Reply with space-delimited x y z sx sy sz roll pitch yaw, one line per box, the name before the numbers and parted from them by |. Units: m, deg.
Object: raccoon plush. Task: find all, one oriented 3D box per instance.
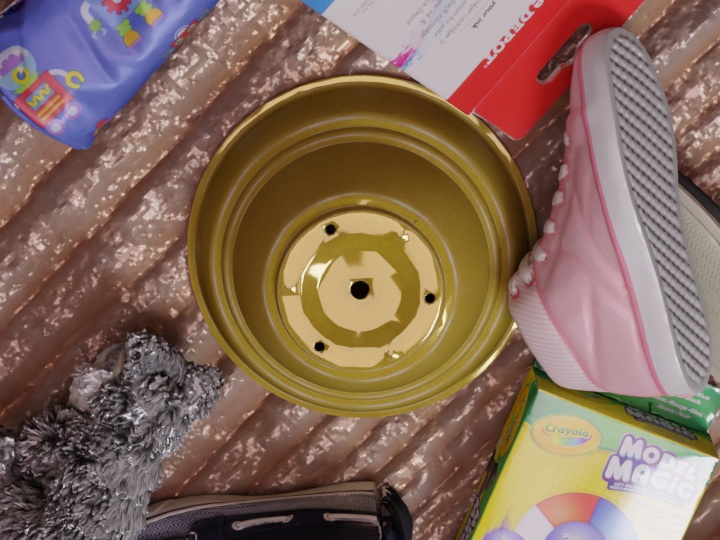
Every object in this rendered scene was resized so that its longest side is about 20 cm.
raccoon plush | -0.125 0.131 1.246 0.134 0.097 0.201 -35 61 23

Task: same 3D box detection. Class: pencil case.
pencil case | -0.119 -0.156 1.200 0.087 0.078 0.200 44 103 -3

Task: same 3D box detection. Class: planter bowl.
planter bowl | 0.000 0.000 1.242 0.199 0.084 0.202 0 107 2

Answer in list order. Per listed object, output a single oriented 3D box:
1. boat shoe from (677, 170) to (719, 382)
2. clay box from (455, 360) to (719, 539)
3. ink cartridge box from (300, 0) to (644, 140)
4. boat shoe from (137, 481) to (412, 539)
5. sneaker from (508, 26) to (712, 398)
boat shoe | 0.210 0.016 1.259 0.200 0.068 0.072 48 127 1
clay box | 0.124 0.144 1.302 0.114 0.048 0.201 20 107 -6
ink cartridge box | 0.044 -0.164 1.175 0.200 0.067 0.116 31 107 -41
boat shoe | -0.069 0.172 1.290 0.199 0.093 0.075 -14 106 5
sneaker | 0.119 -0.025 1.217 0.104 0.075 0.202 -6 104 33
